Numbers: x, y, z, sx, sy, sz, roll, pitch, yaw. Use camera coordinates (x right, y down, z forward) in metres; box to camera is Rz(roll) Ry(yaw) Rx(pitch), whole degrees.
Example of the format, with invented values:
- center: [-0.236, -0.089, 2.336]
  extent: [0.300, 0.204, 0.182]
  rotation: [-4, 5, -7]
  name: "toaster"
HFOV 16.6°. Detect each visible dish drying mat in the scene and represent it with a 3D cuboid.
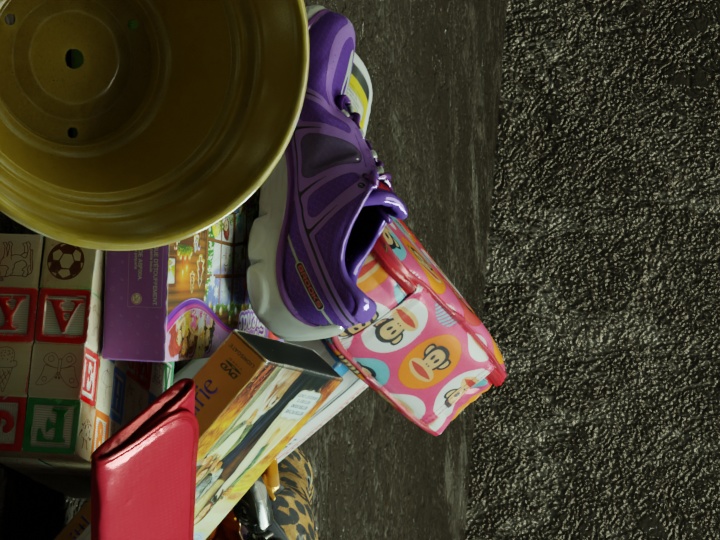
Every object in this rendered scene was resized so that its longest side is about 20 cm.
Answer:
- center: [-0.110, 0.149, 1.268]
  extent: [0.077, 0.018, 0.200]
  rotation: [-40, 148, -39]
  name: "dish drying mat"

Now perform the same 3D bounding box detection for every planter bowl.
- center: [-0.132, -0.108, 1.222]
  extent: [0.083, 0.200, 0.201]
  rotation: [175, -82, -67]
  name: "planter bowl"

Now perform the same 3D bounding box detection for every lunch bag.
- center: [0.000, 0.000, 1.592]
  extent: [0.176, 0.082, 0.200]
  rotation: [54, 4, 41]
  name: "lunch bag"

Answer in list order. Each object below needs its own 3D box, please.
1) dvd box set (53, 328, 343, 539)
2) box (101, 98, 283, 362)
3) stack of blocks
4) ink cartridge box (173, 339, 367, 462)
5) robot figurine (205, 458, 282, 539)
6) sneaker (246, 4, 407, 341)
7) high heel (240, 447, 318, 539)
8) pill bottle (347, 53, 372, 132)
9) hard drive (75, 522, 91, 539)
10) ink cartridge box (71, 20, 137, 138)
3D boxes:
- center: [-0.102, 0.121, 1.372]
  extent: [0.200, 0.029, 0.146]
  rotation: [-49, 163, 5]
  name: "dvd box set"
- center: [-0.088, -0.021, 1.372]
  extent: [0.200, 0.039, 0.137]
  rotation: [-3, 95, -74]
  name: "box"
- center: [-0.153, 0.058, 1.361]
  extent: [0.200, 0.058, 0.116]
  rotation: [57, 36, -74]
  name: "stack of blocks"
- center: [-0.053, 0.075, 1.648]
  extent: [0.068, 0.116, 0.200]
  rotation: [51, 7, 9]
  name: "ink cartridge box"
- center: [-0.098, 0.167, 1.524]
  extent: [0.058, 0.145, 0.201]
  rotation: [-29, 138, -40]
  name: "robot figurine"
- center: [-0.013, -0.055, 1.398]
  extent: [0.081, 0.083, 0.201]
  rotation: [50, 38, -65]
  name: "sneaker"
- center: [-0.052, 0.186, 1.785]
  extent: [0.143, 0.071, 0.200]
  rotation: [54, 3, 28]
  name: "high heel"
- center: [-0.059, -0.068, 1.750]
  extent: [0.115, 0.114, 0.200]
  rotation: [82, 13, -46]
  name: "pill bottle"
- center: [-0.153, 0.229, 1.329]
  extent: [0.132, 0.027, 0.200]
  rotation: [-49, 153, -23]
  name: "hard drive"
- center: [-0.113, -0.071, 1.482]
  extent: [0.148, 0.075, 0.201]
  rotation: [-38, 131, -69]
  name: "ink cartridge box"
